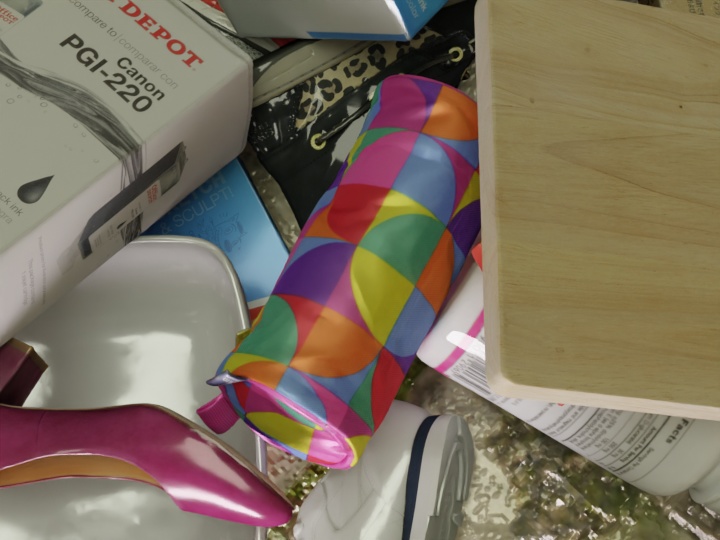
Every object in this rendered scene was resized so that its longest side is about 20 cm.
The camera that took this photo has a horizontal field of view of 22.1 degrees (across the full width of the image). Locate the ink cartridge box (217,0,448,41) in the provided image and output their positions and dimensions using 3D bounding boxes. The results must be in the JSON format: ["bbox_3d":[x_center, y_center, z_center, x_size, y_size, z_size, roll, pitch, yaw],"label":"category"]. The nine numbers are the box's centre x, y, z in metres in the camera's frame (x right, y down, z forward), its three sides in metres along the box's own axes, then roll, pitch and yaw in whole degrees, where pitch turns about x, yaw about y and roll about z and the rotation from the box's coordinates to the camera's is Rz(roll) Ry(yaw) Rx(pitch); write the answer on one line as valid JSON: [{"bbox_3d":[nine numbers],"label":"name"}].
[{"bbox_3d":[0.022,-0.213,0.974,0.144,0.085,0.200,10,50,49],"label":"ink cartridge box"}]

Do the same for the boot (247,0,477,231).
[{"bbox_3d":[0.036,-0.073,1.021,0.203,0.073,0.154,-24,97,-21],"label":"boot"}]

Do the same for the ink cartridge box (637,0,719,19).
[{"bbox_3d":[0.226,-0.186,0.982,0.164,0.075,0.200,-6,56,2],"label":"ink cartridge box"}]

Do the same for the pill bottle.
[{"bbox_3d":[0.139,0.044,0.945,0.200,0.113,0.114,31,84,-5],"label":"pill bottle"}]

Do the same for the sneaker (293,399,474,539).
[{"bbox_3d":[0.000,0.167,0.982,0.080,0.076,0.200,10,76,20],"label":"sneaker"}]

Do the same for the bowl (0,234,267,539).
[{"bbox_3d":[-0.144,0.090,0.962,0.199,0.075,0.200,-6,78,5],"label":"bowl"}]

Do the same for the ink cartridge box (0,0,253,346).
[{"bbox_3d":[-0.172,-0.070,0.924,0.146,0.085,0.200,39,59,16],"label":"ink cartridge box"}]

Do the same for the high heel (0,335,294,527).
[{"bbox_3d":[-0.132,0.104,0.887,0.200,0.067,0.096,22,72,24],"label":"high heel"}]

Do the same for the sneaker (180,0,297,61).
[{"bbox_3d":[-0.132,-0.140,1.046,0.200,0.078,0.082,25,84,11],"label":"sneaker"}]

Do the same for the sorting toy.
[{"bbox_3d":[0.143,-0.019,0.869,0.200,0.070,0.199,8,66,-17],"label":"sorting toy"}]

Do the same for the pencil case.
[{"bbox_3d":[0.000,0.000,0.912,0.088,0.088,0.200,27,68,11],"label":"pencil case"}]

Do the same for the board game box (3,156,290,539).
[{"bbox_3d":[-0.121,0.046,1.027,0.200,0.040,0.153,-29,77,0],"label":"board game box"}]
